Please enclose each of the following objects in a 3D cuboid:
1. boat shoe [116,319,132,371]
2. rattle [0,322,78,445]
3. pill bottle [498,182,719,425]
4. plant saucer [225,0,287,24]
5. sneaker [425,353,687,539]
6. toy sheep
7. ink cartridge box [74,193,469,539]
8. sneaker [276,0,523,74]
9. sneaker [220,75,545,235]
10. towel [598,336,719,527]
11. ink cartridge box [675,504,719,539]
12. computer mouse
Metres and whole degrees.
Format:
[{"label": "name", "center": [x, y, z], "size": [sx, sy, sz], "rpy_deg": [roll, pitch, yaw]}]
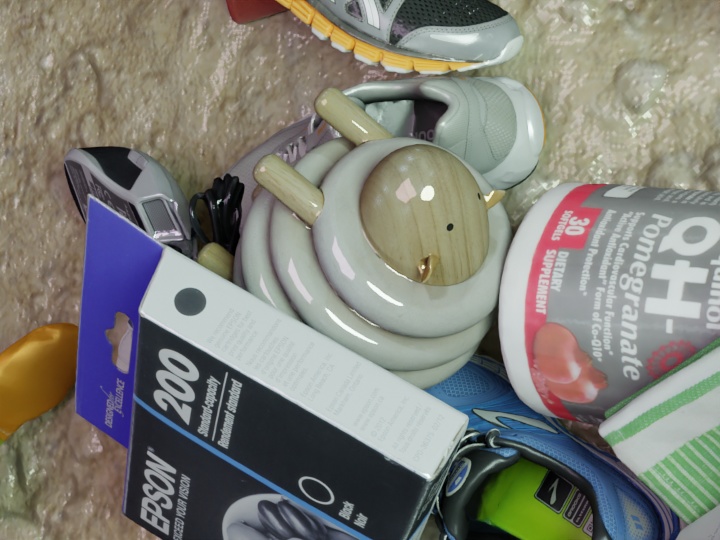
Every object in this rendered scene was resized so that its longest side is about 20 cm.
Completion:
[{"label": "boat shoe", "center": [-0.073, 0.093, 0.905], "size": [0.202, 0.075, 0.086], "rpy_deg": [33, 102, 36]}, {"label": "rattle", "center": [-0.278, 0.074, 1.059], "size": [0.200, 0.130, 0.143], "rpy_deg": [10, 77, 62]}, {"label": "pill bottle", "center": [0.170, 0.022, 0.721], "size": [0.200, 0.111, 0.111], "rpy_deg": [6, 87, 35]}, {"label": "plant saucer", "center": [-0.011, -0.260, 0.937], "size": [0.200, 0.037, 0.200], "rpy_deg": [-12, 76, 33]}, {"label": "sneaker", "center": [0.061, 0.090, 0.802], "size": [0.200, 0.089, 0.079], "rpy_deg": [26, 98, 37]}, {"label": "toy sheep", "center": [0.000, 0.000, 0.787], "size": [0.200, 0.138, 0.138], "rpy_deg": [131, 128, -60]}, {"label": "ink cartridge box", "center": [-0.062, 0.081, 0.785], "size": [0.200, 0.043, 0.198], "rpy_deg": [31, 145, 11]}, {"label": "sneaker", "center": [-0.002, -0.164, 0.865], "size": [0.200, 0.078, 0.077], "rpy_deg": [30, 118, 17]}, {"label": "sneaker", "center": [-0.010, -0.064, 0.872], "size": [0.200, 0.092, 0.076], "rpy_deg": [-17, 73, 33]}, {"label": "towel", "center": [0.208, 0.098, 0.655], "size": [0.200, 0.023, 0.153], "rpy_deg": [45, 132, -3]}, {"label": "ink cartridge box", "center": [0.207, 0.127, 0.588], "size": [0.145, 0.085, 0.200], "rpy_deg": [39, 142, -1]}, {"label": "computer mouse", "center": [-0.108, -0.029, 0.941], "size": [0.200, 0.044, 0.110], "rpy_deg": [32, 145, 50]}]
